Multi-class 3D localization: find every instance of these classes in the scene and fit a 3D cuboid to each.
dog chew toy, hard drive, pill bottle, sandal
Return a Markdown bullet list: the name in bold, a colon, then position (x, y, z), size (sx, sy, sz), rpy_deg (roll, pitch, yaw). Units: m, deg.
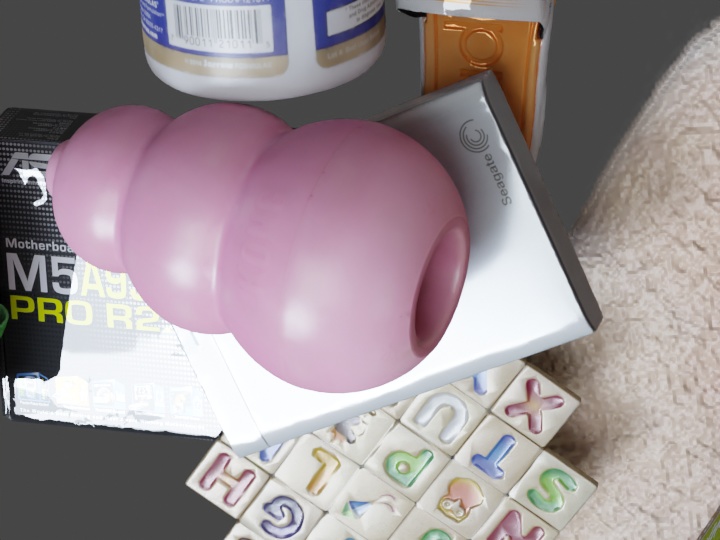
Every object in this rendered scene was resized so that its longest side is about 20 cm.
- **dog chew toy**: position (-0.053, -0.021, 1.376), size (0.199, 0.125, 0.125), rpy_deg (18, 119, 19)
- **hard drive**: position (0.000, 0.000, 1.444), size (0.199, 0.027, 0.132), rpy_deg (-21, 102, 23)
- **pill bottle**: position (-0.049, -0.189, 1.374), size (0.115, 0.116, 0.201), rpy_deg (3, 115, 14)
- **sandal**: position (0.055, -0.120, 1.410), size (0.079, 0.059, 0.208), rpy_deg (2, 115, 14)

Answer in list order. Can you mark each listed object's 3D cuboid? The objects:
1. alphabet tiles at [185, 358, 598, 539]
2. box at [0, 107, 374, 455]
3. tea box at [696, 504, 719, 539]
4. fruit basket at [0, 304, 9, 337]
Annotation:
- **alphabet tiles**: position (0.014, 0.107, 1.509), size (0.166, 0.006, 0.200), rpy_deg (34, 117, -6)
- **box**: position (-0.087, 0.005, 1.516), size (0.199, 0.044, 0.161), rpy_deg (5, 116, 13)
- **tea box**: position (0.204, 0.210, 1.446), size (0.133, 0.197, 0.201), rpy_deg (29, 118, -1)
- **fruit basket**: position (-0.241, -0.020, 1.492), size (0.185, 0.094, 0.201), rpy_deg (33, 133, 31)
